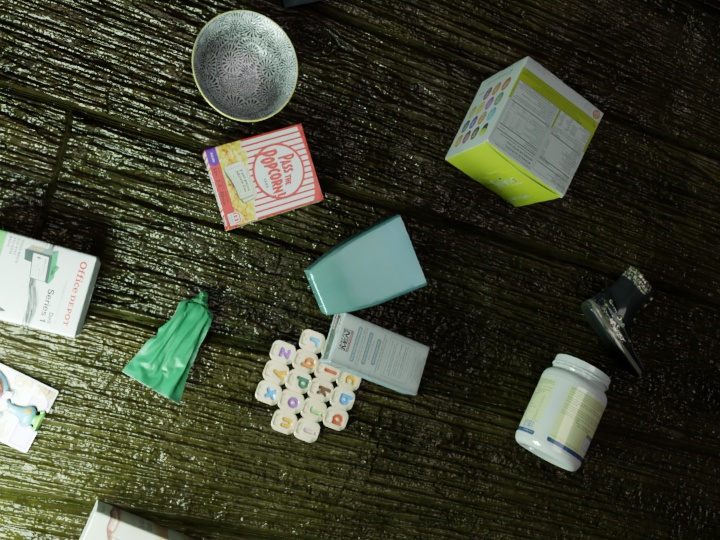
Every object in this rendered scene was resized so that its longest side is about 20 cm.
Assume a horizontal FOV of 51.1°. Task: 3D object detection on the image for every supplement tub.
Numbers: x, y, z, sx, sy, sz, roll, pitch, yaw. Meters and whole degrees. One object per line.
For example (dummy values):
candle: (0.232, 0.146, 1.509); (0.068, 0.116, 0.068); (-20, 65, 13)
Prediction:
supplement tub: (0.422, 0.292, 1.559); (0.143, 0.145, 0.203); (31, 79, -13)

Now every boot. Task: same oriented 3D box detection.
boot: (0.596, 0.111, 1.655); (0.153, 0.073, 0.205); (-38, 95, -10)

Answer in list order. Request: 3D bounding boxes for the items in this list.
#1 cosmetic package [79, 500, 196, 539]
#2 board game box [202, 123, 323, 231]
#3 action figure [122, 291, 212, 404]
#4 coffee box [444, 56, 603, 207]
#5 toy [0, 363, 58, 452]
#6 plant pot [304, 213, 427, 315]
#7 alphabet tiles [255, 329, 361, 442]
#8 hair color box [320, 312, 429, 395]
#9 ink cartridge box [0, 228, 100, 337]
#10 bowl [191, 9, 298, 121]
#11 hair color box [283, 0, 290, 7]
cosmetic package: (-0.390, 0.488, 1.320); (0.197, 0.103, 0.089); (27, 78, -16)
board game box: (-0.186, -0.180, 1.443); (0.196, 0.046, 0.155); (-19, 93, -17)
action figure: (-0.332, 0.127, 1.380); (0.117, 0.055, 0.203); (32, 72, -12)
coffee box: (0.325, -0.270, 1.527); (0.198, 0.199, 0.201); (31, 80, -14)
toy: (-0.636, 0.217, 1.284); (0.197, 0.047, 0.117); (30, 78, -14)
plant pot: (0.000, 0.000, 1.448); (0.196, 0.141, 0.144); (-23, 94, -9)
alphabet tiles: (-0.100, 0.224, 1.467); (0.192, 0.015, 0.204); (22, 81, -15)
hair color box: (0.030, 0.164, 1.476); (0.197, 0.060, 0.101); (23, 76, -20)
ink cartridge box: (-0.565, 0.020, 1.296); (0.196, 0.084, 0.150); (16, 83, -15)
bowl: (-0.221, -0.372, 1.416); (0.196, 0.094, 0.206); (1, 88, -18)
hair color box: (-0.067, -0.595, 1.485); (0.196, 0.061, 0.101); (-18, 93, -17)
